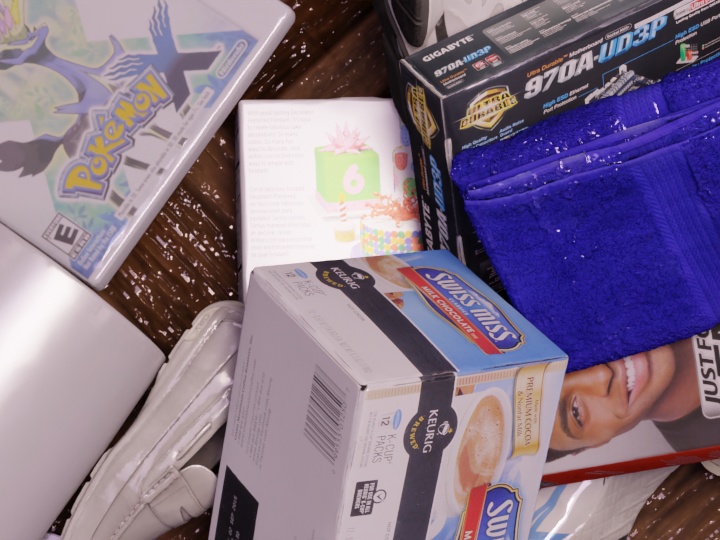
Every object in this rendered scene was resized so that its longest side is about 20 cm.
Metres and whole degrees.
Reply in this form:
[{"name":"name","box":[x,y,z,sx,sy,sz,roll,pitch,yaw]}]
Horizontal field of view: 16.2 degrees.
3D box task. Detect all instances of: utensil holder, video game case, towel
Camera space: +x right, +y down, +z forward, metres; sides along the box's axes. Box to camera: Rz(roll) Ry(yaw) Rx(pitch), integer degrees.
[{"name":"utensil holder","box":[-0.228,0.083,1.416,0.170,0.170,0.200,37,82,-1]},{"name":"video game case","box":[-0.167,-0.119,1.487,0.182,0.022,0.200,34,84,13]},{"name":"towel","box":[0.160,-0.026,1.333,0.199,0.050,0.148,-18,113,22]}]

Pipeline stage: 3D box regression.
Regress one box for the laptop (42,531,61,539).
[{"name":"laptop","box":[-0.132,0.266,1.435,0.199,0.116,0.188,20,84,-3]}]

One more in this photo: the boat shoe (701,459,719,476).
[{"name":"boat shoe","box":[0.226,0.024,1.519,0.067,0.072,0.201,3,76,-42]}]

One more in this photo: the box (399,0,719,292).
[{"name":"box","box":[0.123,-0.087,1.425,0.199,0.159,0.046,-27,47,-17]}]

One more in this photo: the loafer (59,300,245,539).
[{"name":"loafer","box":[-0.104,0.113,1.430,0.070,0.070,0.201,33,93,14]}]

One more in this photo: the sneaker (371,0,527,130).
[{"name":"sneaker","box":[0.067,-0.162,1.409,0.115,0.201,0.076,-25,50,-13]}]

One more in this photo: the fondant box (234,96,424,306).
[{"name":"fondant box","box":[0.000,0.000,1.496,0.143,0.058,0.201,-1,87,-5]}]

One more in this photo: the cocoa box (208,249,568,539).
[{"name":"cocoa box","box":[0.010,0.108,1.375,0.131,0.133,0.201,-6,120,-30]}]

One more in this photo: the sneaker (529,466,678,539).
[{"name":"sneaker","box":[0.125,0.138,1.499,0.072,0.072,0.200,35,95,-38]}]

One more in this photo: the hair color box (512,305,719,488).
[{"name":"hair color box","box":[0.166,0.058,1.417,0.199,0.061,0.102,-13,78,24]}]
